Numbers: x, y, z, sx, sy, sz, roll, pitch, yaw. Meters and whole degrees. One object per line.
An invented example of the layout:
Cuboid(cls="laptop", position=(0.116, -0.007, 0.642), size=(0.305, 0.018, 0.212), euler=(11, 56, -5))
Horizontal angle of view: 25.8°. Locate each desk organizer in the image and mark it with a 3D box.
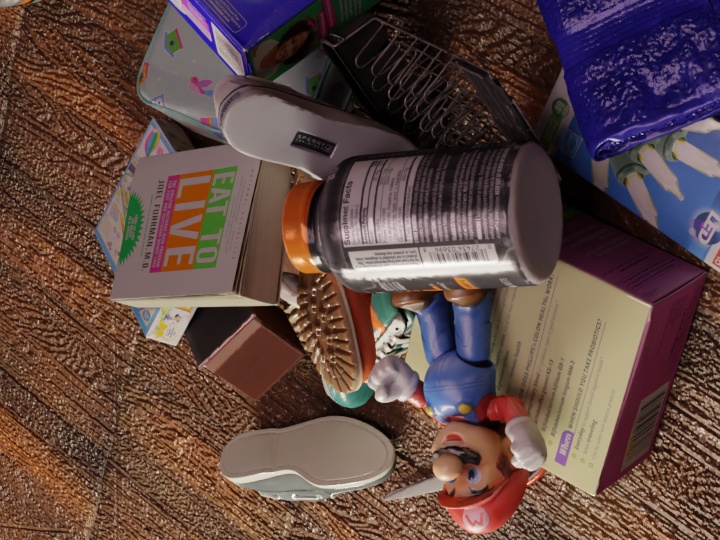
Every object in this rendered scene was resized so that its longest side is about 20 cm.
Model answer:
Cuboid(cls="desk organizer", position=(-0.127, 0.025, 1.467), size=(0.072, 0.077, 0.200), euler=(-43, 39, 10))

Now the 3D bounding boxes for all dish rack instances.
Cuboid(cls="dish rack", position=(0.068, -0.122, 1.229), size=(0.200, 0.055, 0.153), euler=(35, 168, 49))

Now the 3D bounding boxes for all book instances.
Cuboid(cls="book", position=(-0.136, -0.037, 1.336), size=(0.200, 0.048, 0.134), euler=(-4, 74, 51))

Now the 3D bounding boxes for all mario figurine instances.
Cuboid(cls="mario figurine", position=(0.073, 0.106, 1.211), size=(0.123, 0.106, 0.201), euler=(169, 90, -76))

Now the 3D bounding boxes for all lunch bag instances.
Cuboid(cls="lunch bag", position=(-0.085, -0.184, 1.366), size=(0.199, 0.077, 0.161), euler=(22, 87, 29))

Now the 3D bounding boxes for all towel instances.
Cuboid(cls="towel", position=(0.200, -0.194, 1.122), size=(0.147, 0.050, 0.201), euler=(-22, 76, 21))

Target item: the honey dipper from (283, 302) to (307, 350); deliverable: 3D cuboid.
Cuboid(cls="honey dipper", position=(-0.082, -0.021, 1.476), size=(0.038, 0.038, 0.201), euler=(-36, 79, 41))

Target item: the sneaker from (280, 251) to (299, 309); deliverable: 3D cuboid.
Cuboid(cls="sneaker", position=(-0.057, -0.060, 1.389), size=(0.088, 0.075, 0.201), euler=(-38, 61, 33))

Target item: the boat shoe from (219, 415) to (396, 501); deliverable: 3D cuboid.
Cuboid(cls="boat shoe", position=(-0.042, 0.187, 1.511), size=(0.199, 0.073, 0.062), euler=(-7, 144, 34))

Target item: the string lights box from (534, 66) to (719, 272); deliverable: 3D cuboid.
Cuboid(cls="string lights box", position=(0.235, -0.091, 1.172), size=(0.200, 0.059, 0.103), euler=(38, 125, 24))

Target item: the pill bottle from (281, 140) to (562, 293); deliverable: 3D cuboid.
Cuboid(cls="pill bottle", position=(0.042, -0.037, 1.172), size=(0.199, 0.106, 0.107), euler=(-3, 104, 28))

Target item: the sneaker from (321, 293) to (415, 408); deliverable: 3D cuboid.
Cuboid(cls="sneaker", position=(0.024, 0.047, 1.386), size=(0.080, 0.071, 0.201), euler=(34, 123, 31))

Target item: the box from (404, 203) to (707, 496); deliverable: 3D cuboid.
Cuboid(cls="box", position=(0.151, 0.049, 1.266), size=(0.200, 0.097, 0.177), euler=(27, 121, 29))

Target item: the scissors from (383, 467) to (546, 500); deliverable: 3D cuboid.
Cuboid(cls="scissors", position=(0.094, 0.190, 1.415), size=(0.073, 0.014, 0.200), euler=(54, 129, 9))

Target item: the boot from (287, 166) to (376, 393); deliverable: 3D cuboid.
Cuboid(cls="boot", position=(0.000, 0.000, 1.293), size=(0.075, 0.107, 0.201), euler=(-31, 65, 57))

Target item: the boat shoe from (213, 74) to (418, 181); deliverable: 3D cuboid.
Cuboid(cls="boat shoe", position=(-0.030, -0.105, 1.251), size=(0.071, 0.199, 0.070), euler=(-60, 32, 20))

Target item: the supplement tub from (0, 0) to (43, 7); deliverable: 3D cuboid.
Cuboid(cls="supplement tub", position=(-0.295, -0.309, 1.441), size=(0.122, 0.200, 0.123), euler=(14, 114, 36))

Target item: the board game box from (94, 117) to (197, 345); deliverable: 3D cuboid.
Cuboid(cls="board game box", position=(-0.183, -0.040, 1.466), size=(0.135, 0.034, 0.200), euler=(-60, 34, 17))

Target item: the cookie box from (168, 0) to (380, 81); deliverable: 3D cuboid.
Cuboid(cls="cookie box", position=(-0.063, -0.271, 1.265), size=(0.171, 0.200, 0.075), euler=(48, 168, 17))
